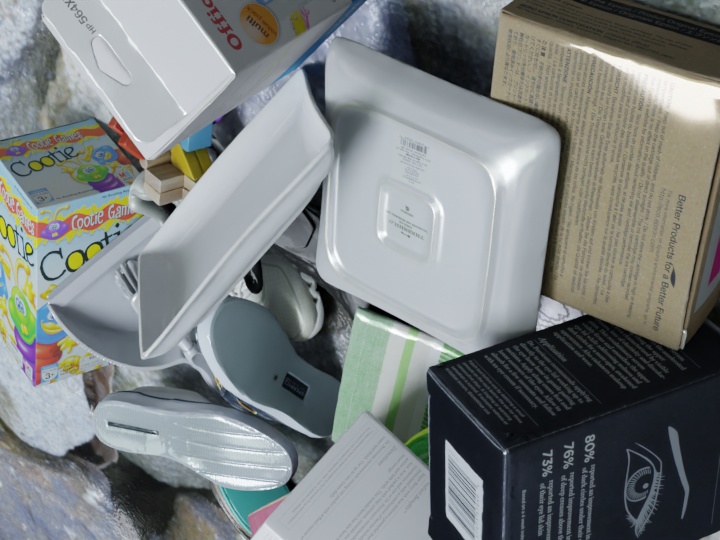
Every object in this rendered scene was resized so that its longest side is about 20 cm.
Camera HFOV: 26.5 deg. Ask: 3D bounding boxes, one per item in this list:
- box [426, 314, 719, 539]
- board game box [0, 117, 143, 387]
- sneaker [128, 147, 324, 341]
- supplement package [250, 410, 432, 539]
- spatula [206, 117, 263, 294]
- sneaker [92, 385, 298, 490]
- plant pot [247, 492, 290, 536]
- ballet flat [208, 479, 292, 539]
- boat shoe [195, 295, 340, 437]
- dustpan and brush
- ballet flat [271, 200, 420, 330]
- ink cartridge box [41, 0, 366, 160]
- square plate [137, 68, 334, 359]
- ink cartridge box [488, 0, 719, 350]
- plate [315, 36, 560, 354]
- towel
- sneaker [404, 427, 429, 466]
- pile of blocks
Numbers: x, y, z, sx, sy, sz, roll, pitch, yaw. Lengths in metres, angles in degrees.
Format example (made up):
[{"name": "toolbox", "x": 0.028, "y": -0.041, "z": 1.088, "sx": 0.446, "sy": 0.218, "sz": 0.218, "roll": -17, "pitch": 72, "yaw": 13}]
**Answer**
[{"name": "box", "x": 0.153, "y": 0.121, "z": 1.037, "sx": 0.104, "sy": 0.199, "sz": 0.149, "roll": 45, "pitch": 144, "yaw": 50}, {"name": "board game box", "x": -0.261, "y": -0.014, "z": 1.347, "sx": 0.103, "sy": 0.104, "sz": 0.201, "roll": 46, "pitch": 141, "yaw": 37}, {"name": "sneaker", "x": -0.113, "y": -0.013, "z": 1.265, "sx": 0.200, "sy": 0.081, "sz": 0.075, "roll": 48, "pitch": 135, "yaw": 1}, {"name": "supplement package", "x": 0.028, "y": 0.227, "z": 1.140, "sx": 0.200, "sy": 0.121, "sz": 0.120, "roll": 43, "pitch": 155, "yaw": 5}, {"name": "spatula", "x": -0.107, "y": -0.079, "z": 1.221, "sx": 0.056, "sy": 0.020, "sz": 0.201, "roll": -11, "pitch": 97, "yaw": 50}, {"name": "sneaker", "x": -0.140, "y": 0.140, "z": 1.374, "sx": 0.199, "sy": 0.071, "sz": 0.074, "roll": 15, "pitch": 113, "yaw": 19}, {"name": "plant pot", "x": -0.002, "y": 0.261, "z": 1.290, "sx": 0.200, "sy": 0.199, "sz": 0.180, "roll": -34, "pitch": 78, "yaw": 46}, {"name": "ballet flat", "x": -0.075, "y": 0.244, "z": 1.417, "sx": 0.200, "sy": 0.068, "sz": 0.068, "roll": 46, "pitch": 148, "yaw": 5}, {"name": "boat shoe", "x": -0.097, "y": 0.080, "z": 1.269, "sx": 0.090, "sy": 0.071, "sz": 0.200, "roll": 11, "pitch": 157, "yaw": 36}, {"name": "dustpan and brush", "x": -0.164, "y": 0.052, "z": 1.346, "sx": 0.057, "sy": 0.139, "sz": 0.200, "roll": 48, "pitch": 177, "yaw": 43}, {"name": "ballet flat", "x": 0.000, "y": 0.000, "z": 1.214, "sx": 0.200, "sy": 0.057, "sz": 0.067, "roll": 41, "pitch": 109, "yaw": 3}, {"name": "ink cartridge box", "x": -0.109, "y": -0.182, "z": 1.060, "sx": 0.129, "sy": 0.200, "sz": 0.125, "roll": 52, "pitch": 136, "yaw": -3}, {"name": "square plate", "x": -0.089, "y": -0.042, "z": 1.099, "sx": 0.028, "sy": 0.198, "sz": 0.200, "roll": 38, "pitch": 101, "yaw": -20}, {"name": "ink cartridge box", "x": 0.166, "y": -0.071, "z": 1.001, "sx": 0.164, "sy": 0.075, "sz": 0.201, "roll": 23, "pitch": 129, "yaw": 24}, {"name": "plate", "x": 0.040, "y": -0.038, "z": 1.053, "sx": 0.199, "sy": 0.032, "sz": 0.201, "roll": 28, "pitch": 129, "yaw": 33}, {"name": "towel", "x": 0.078, "y": 0.118, "z": 1.206, "sx": 0.199, "sy": 0.023, "sz": 0.153, "roll": 21, "pitch": 131, "yaw": 10}, {"name": "sneaker", "x": 0.117, "y": 0.174, "z": 1.157, "sx": 0.199, "sy": 0.084, "sz": 0.074, "roll": 16, "pitch": 129, "yaw": 15}, {"name": "pile of blocks", "x": -0.170, "y": -0.138, "z": 1.205, "sx": 0.082, "sy": 0.062, "sz": 0.201, "roll": -38, "pitch": 75, "yaw": 52}]
